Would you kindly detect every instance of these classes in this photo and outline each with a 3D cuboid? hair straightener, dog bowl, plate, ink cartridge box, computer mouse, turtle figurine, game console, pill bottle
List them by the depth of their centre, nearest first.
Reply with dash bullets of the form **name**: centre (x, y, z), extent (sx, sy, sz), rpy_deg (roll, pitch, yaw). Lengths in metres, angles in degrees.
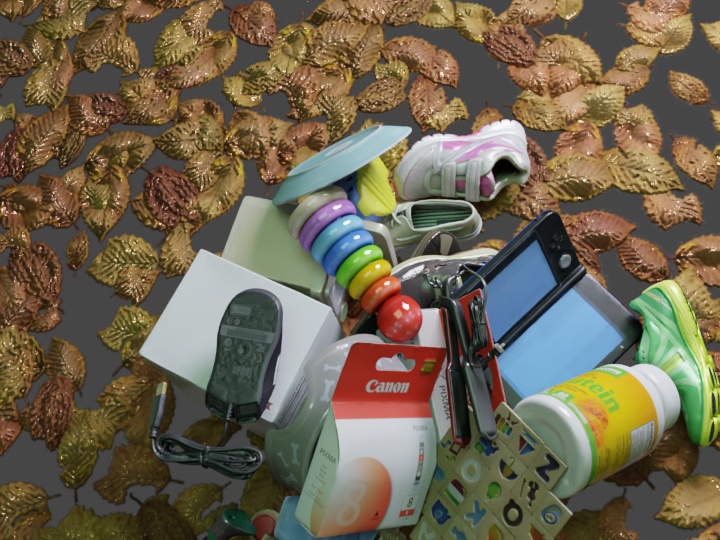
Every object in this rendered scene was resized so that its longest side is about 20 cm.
- **ink cartridge box**: centre (0.028, 0.181, 0.988), extent (0.050, 0.161, 0.203), rpy_deg (31, 106, 43)
- **computer mouse**: centre (-0.152, 0.119, 0.996), extent (0.138, 0.046, 0.204), rpy_deg (2, 72, 16)
- **hair straightener**: centre (0.128, 0.085, 1.009), extent (0.076, 0.041, 0.204), rpy_deg (-17, 66, 35)
- **pill bottle**: centre (0.268, 0.170, 1.034), extent (0.198, 0.112, 0.112), rpy_deg (-14, 58, -37)
- **dog bowl**: centre (-0.012, 0.174, 1.037), extent (0.058, 0.201, 0.200), rpy_deg (33, 75, 38)
- **turtle figurine**: centre (-0.192, 0.370, 1.052), extent (0.200, 0.100, 0.151), rpy_deg (-46, 59, 20)
- **ink cartridge box**: centre (0.095, 0.142, 1.075), extent (0.043, 0.173, 0.203), rpy_deg (-2, 73, -31)
- **game console**: centre (0.224, 0.061, 1.132), extent (0.200, 0.172, 0.118), rpy_deg (-41, 39, -10)
- **plate**: centre (-0.028, -0.140, 1.153), extent (0.198, 0.200, 0.026), rpy_deg (-30, 103, -3)

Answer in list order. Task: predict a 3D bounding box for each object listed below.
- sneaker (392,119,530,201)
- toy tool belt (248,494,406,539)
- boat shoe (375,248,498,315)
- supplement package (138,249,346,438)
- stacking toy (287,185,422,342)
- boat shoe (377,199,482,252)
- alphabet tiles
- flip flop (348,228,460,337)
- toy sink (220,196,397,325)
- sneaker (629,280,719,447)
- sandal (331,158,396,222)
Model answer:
- **sneaker**: centre (0.140, -0.135, 1.233), extent (0.197, 0.082, 0.089), rpy_deg (-19, 45, -2)
- **toy tool belt**: centre (-0.049, 0.307, 1.066), extent (0.197, 0.123, 0.127), rpy_deg (10, 68, 15)
- **boat shoe**: centre (0.109, 0.017, 1.156), extent (0.197, 0.074, 0.065), rpy_deg (-18, 20, -21)
- **supplement package**: centre (-0.126, 0.108, 1.127), extent (0.189, 0.201, 0.149), rpy_deg (23, 72, 19)
- **stacking toy**: centre (0.000, 0.000, 1.082), extent (0.085, 0.086, 0.201), rpy_deg (-35, 73, -6)
- **boat shoe**: centre (0.064, -0.068, 1.245), extent (0.196, 0.062, 0.073), rpy_deg (-6, 65, 8)
- **alphabet tiles**: centre (0.135, 0.253, 1.004), extent (0.166, 0.006, 0.202), rpy_deg (44, 112, 33)
- **flip flop**: centre (0.055, 0.031, 1.203), extent (0.201, 0.081, 0.057), rpy_deg (-56, 31, -8)
- **toy sink**: centre (-0.064, -0.001, 1.203), extent (0.197, 0.131, 0.114), rpy_deg (13, 69, 14)
- **sneaker**: centre (0.378, 0.115, 1.110), extent (0.083, 0.074, 0.203), rpy_deg (-23, 64, 26)
- **sandal**: centre (-0.005, -0.106, 1.238), extent (0.086, 0.200, 0.080), rpy_deg (-34, 107, 12)
